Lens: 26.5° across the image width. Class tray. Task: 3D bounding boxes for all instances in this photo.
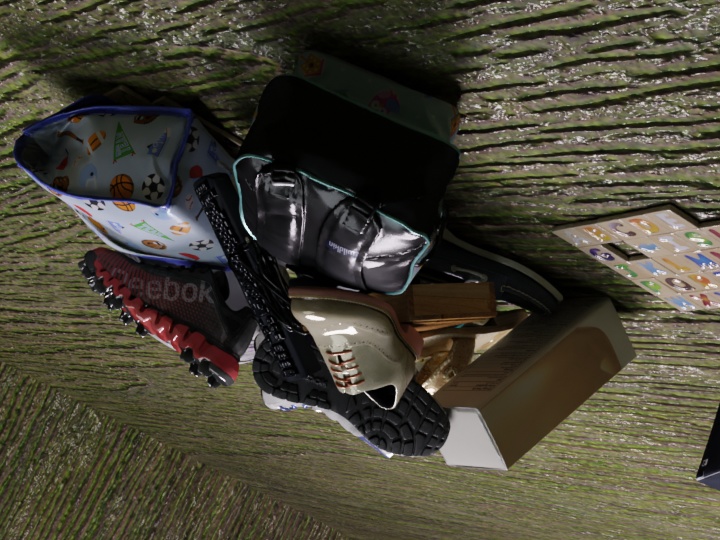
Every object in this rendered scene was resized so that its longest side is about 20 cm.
[{"bbox_3d":[0.031,0.042,1.460,0.098,0.038,0.199,-1,174,-32],"label":"tray"}]

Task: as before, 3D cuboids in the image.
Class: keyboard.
[{"bbox_3d":[-0.101,0.009,1.357,0.202,0.039,0.104,63,153,-2],"label":"keyboard"}]

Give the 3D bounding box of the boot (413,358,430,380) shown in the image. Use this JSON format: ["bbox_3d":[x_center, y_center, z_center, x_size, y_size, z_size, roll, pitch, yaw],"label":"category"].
[{"bbox_3d":[0.045,0.094,1.660,0.154,0.201,0.072,36,118,-17],"label":"boot"}]

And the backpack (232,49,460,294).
[{"bbox_3d":[-0.010,-0.070,1.240,0.174,0.154,0.200,20,153,4],"label":"backpack"}]

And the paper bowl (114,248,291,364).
[{"bbox_3d":[-0.163,-0.003,1.641,0.199,0.201,0.105,23,119,-14],"label":"paper bowl"}]

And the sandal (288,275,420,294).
[{"bbox_3d":[0.000,0.000,1.522,0.074,0.046,0.199,5,-174,30],"label":"sandal"}]

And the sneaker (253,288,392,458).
[{"bbox_3d":[-0.036,0.116,1.579,0.199,0.081,0.115,44,139,1],"label":"sneaker"}]

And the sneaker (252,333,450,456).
[{"bbox_3d":[-0.003,0.105,1.458,0.198,0.076,0.088,27,-165,-1],"label":"sneaker"}]

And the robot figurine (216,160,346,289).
[{"bbox_3d":[-0.040,-0.053,1.409,0.198,0.114,0.170,21,148,3],"label":"robot figurine"}]

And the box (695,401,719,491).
[{"bbox_3d":[0.462,0.178,1.485,0.198,0.118,0.197,23,163,-2],"label":"box"}]

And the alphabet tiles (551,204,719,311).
[{"bbox_3d":[0.285,-0.008,1.323,0.166,0.008,0.199,29,163,-23],"label":"alphabet tiles"}]

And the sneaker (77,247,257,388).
[{"bbox_3d":[-0.185,0.027,1.513,0.199,0.098,0.071,34,167,13],"label":"sneaker"}]

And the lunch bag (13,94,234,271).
[{"bbox_3d":[-0.220,-0.086,1.500,0.198,0.125,0.170,4,158,27],"label":"lunch bag"}]

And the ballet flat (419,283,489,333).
[{"bbox_3d":[0.086,0.046,1.610,0.069,0.070,0.200,15,176,20],"label":"ballet flat"}]

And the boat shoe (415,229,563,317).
[{"bbox_3d":[0.103,0.006,1.501,0.198,0.062,0.075,26,163,-12],"label":"boat shoe"}]

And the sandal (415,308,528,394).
[{"bbox_3d":[0.094,0.097,1.535,0.210,0.070,0.078,-14,162,-29],"label":"sandal"}]

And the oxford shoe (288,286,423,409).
[{"bbox_3d":[-0.003,0.067,1.320,0.070,0.075,0.200,2,161,32],"label":"oxford shoe"}]

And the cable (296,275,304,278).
[{"bbox_3d":[-0.040,0.018,1.617,0.097,0.050,0.202,-9,103,66],"label":"cable"}]

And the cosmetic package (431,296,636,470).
[{"bbox_3d":[0.164,0.109,1.495,0.105,0.199,0.072,-5,117,58],"label":"cosmetic package"}]

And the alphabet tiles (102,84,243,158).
[{"bbox_3d":[-0.194,-0.133,1.544,0.165,0.006,0.199,29,162,-24],"label":"alphabet tiles"}]
